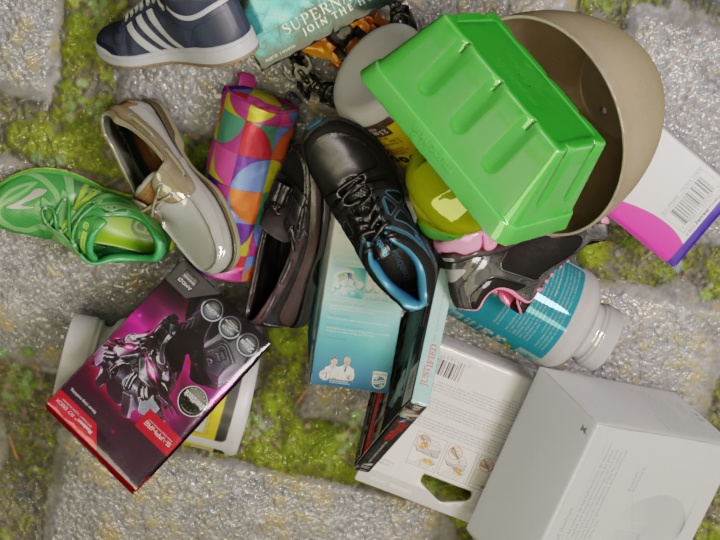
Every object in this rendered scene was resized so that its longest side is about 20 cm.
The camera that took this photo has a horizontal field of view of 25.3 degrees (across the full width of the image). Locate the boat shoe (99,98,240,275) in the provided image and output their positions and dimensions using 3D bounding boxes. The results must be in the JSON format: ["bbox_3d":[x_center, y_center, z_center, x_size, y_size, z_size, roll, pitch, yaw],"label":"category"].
[{"bbox_3d":[-0.192,-0.078,1.573,0.075,0.068,0.201,-45,71,33],"label":"boat shoe"}]

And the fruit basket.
[{"bbox_3d":[0.089,-0.098,1.401,0.213,0.155,0.219,7,102,34],"label":"fruit basket"}]

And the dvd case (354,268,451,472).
[{"bbox_3d":[0.042,0.103,1.596,0.022,0.148,0.200,18,151,-7],"label":"dvd case"}]

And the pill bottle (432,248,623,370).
[{"bbox_3d":[0.169,0.026,1.642,0.198,0.111,0.112,29,106,-10],"label":"pill bottle"}]

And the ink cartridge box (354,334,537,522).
[{"bbox_3d":[0.114,0.174,1.725,0.198,0.045,0.178,22,106,-8],"label":"ink cartridge box"}]

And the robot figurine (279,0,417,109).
[{"bbox_3d":[-0.039,-0.255,1.571,0.200,0.058,0.145,43,103,-13],"label":"robot figurine"}]

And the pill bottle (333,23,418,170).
[{"bbox_3d":[0.073,-0.143,1.552,0.109,0.110,0.199,-45,129,12],"label":"pill bottle"}]

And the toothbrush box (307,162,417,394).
[{"bbox_3d":[0.000,0.000,1.611,0.084,0.147,0.203,6,107,-5],"label":"toothbrush box"}]

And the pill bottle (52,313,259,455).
[{"bbox_3d":[-0.211,0.114,1.660,0.197,0.114,0.116,15,108,-7],"label":"pill bottle"}]

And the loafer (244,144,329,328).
[{"bbox_3d":[-0.074,-0.029,1.584,0.062,0.072,0.202,-8,122,-27],"label":"loafer"}]

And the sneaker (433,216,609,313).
[{"bbox_3d":[0.161,-0.009,1.557,0.198,0.079,0.097,-12,95,-28],"label":"sneaker"}]

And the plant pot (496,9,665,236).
[{"bbox_3d":[0.199,-0.148,1.455,0.134,0.199,0.203,-25,114,-38],"label":"plant pot"}]

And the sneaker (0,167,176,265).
[{"bbox_3d":[-0.281,-0.053,1.618,0.197,0.084,0.075,10,109,-4],"label":"sneaker"}]

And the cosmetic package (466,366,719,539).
[{"bbox_3d":[0.248,0.227,1.671,0.198,0.123,0.201,12,110,-34],"label":"cosmetic package"}]

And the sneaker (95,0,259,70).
[{"bbox_3d":[-0.188,-0.252,1.515,0.198,0.070,0.109,6,130,38],"label":"sneaker"}]

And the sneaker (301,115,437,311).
[{"bbox_3d":[0.015,-0.052,1.475,0.073,0.082,0.201,-32,105,10],"label":"sneaker"}]

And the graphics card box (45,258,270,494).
[{"bbox_3d":[-0.198,0.104,1.580,0.125,0.051,0.200,44,77,0],"label":"graphics card box"}]

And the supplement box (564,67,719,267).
[{"bbox_3d":[0.262,-0.113,1.603,0.199,0.104,0.101,38,103,-14],"label":"supplement box"}]

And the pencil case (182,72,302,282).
[{"bbox_3d":[-0.120,-0.090,1.613,0.087,0.089,0.202,15,107,-6],"label":"pencil case"}]

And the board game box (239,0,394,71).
[{"bbox_3d":[-0.038,-0.295,1.513,0.198,0.028,0.136,-27,107,7],"label":"board game box"}]
